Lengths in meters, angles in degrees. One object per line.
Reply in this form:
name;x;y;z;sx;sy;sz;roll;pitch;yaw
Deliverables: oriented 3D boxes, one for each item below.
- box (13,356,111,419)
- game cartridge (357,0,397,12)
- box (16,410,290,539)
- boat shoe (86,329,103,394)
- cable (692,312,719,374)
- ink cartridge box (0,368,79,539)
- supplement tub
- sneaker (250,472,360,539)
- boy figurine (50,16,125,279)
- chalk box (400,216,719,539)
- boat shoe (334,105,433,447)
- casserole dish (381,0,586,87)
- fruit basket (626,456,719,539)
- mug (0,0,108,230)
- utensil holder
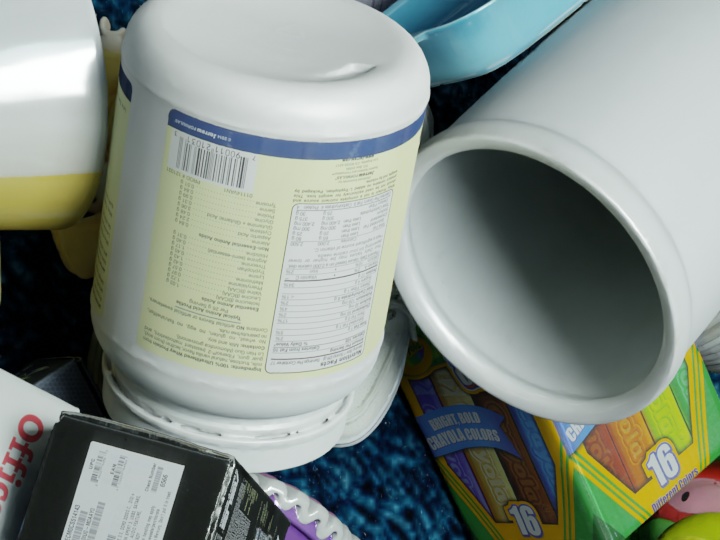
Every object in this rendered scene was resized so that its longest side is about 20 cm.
box;-0.187;0.158;1.202;0.200;0.051;0.158;-35;107;-34
game cartridge;-0.018;-0.164;1.368;0.129;0.038;0.201;20;75;-31
box;-0.110;0.183;1.120;0.164;0.086;0.201;63;42;-73
boat shoe;-0.081;0.011;1.275;0.073;0.063;0.202;30;79;-34
cable;0.217;-0.042;1.436;0.069;0.200;0.201;17;79;-30
ink cartridge box;-0.246;0.089;1.092;0.199;0.087;0.146;30;59;-15
supplement tub;-0.051;-0.021;1.158;0.144;0.145;0.201;-13;126;-38
sneaker;-0.043;0.166;1.290;0.200;0.080;0.089;43;74;-40
boy figurine;-0.099;-0.088;1.256;0.200;0.124;0.064;-52;153;-10
chalk box;0.101;0.042;1.388;0.125;0.124;0.201;-36;109;-34
boat shoe;0.005;0.000;1.311;0.074;0.086;0.203;14;96;-5
casserole dish;0.081;-0.151;1.299;0.200;0.121;0.039;-41;110;-33
fruit basket;0.224;0.165;1.427;0.215;0.215;0.157;8;82;-37
mug;-0.213;-0.066;1.144;0.152;0.149;0.188;-10;86;-30
utensil holder;0.133;-0.048;1.258;0.200;0.169;0.170;-46;114;-39
